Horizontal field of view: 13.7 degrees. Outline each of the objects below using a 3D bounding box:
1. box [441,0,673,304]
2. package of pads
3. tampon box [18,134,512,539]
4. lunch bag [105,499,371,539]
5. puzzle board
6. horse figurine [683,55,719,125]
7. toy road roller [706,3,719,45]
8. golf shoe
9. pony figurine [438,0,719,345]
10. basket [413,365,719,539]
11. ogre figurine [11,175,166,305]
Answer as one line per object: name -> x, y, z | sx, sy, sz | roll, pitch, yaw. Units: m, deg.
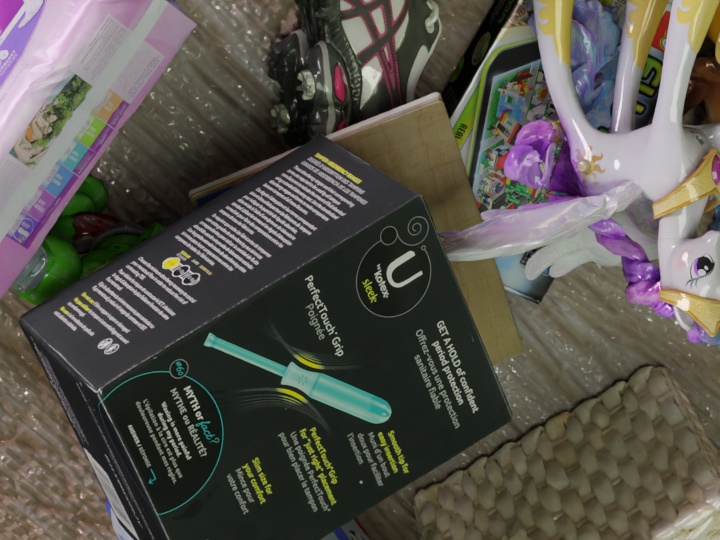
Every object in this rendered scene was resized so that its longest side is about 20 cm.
box -> 0.103, -0.088, 1.724 | 0.110, 0.035, 0.201 | 23, 111, -19
package of pads -> -0.189, -0.087, 1.604 | 0.076, 0.120, 0.201 | 35, 90, -43
tampon box -> -0.050, 0.051, 1.593 | 0.199, 0.126, 0.151 | -31, 118, -14
lunch bag -> -0.049, 0.190, 1.723 | 0.124, 0.170, 0.200 | -42, 146, 10
puzzle board -> 0.000, 0.000, 1.709 | 0.150, 0.017, 0.201 | -21, 130, -1
horse figurine -> 0.255, -0.063, 1.751 | 0.199, 0.050, 0.133 | 5, 120, -13
toy road roller -> 0.254, -0.128, 1.646 | 0.145, 0.201, 0.123 | 8, 156, -1
golf shoe -> -0.001, -0.157, 1.664 | 0.088, 0.077, 0.201 | -11, 123, -24
pony figurine -> 0.138, -0.053, 1.639 | 0.166, 0.192, 0.202 | -2, 91, -50
basket -> 0.153, 0.195, 1.782 | 0.197, 0.200, 0.161 | -29, 115, 6
ogre figurine -> -0.143, 0.003, 1.685 | 0.098, 0.120, 0.200 | -34, 116, 9
